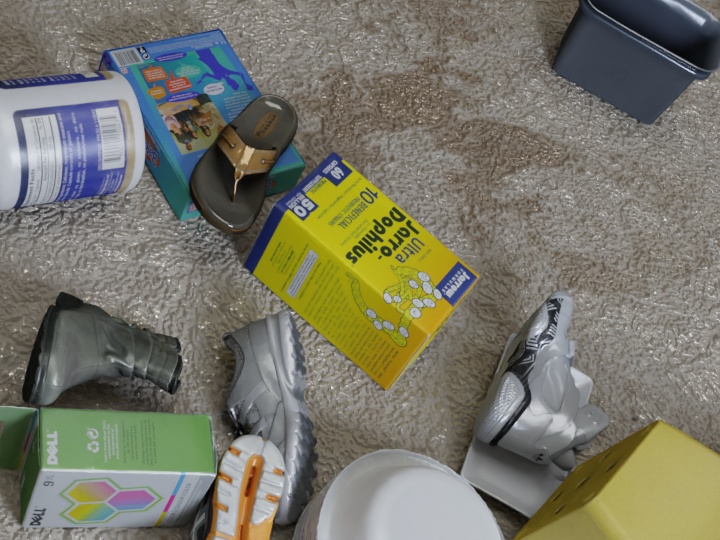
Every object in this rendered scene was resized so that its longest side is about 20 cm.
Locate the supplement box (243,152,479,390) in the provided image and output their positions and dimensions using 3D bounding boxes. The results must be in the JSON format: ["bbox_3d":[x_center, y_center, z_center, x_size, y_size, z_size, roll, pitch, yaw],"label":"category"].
[{"bbox_3d":[0.000,0.000,1.280,0.199,0.110,0.109,40,49,5],"label":"supplement box"}]

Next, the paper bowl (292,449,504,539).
[{"bbox_3d":[0.046,0.255,1.110,0.198,0.105,0.203,17,50,-21],"label":"paper bowl"}]

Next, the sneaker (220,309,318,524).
[{"bbox_3d":[-0.088,0.140,1.177,0.081,0.075,0.203,-11,61,9],"label":"sneaker"}]

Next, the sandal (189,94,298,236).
[{"bbox_3d":[-0.111,-0.120,1.292,0.081,0.055,0.201,32,49,-3],"label":"sandal"}]

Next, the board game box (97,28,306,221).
[{"bbox_3d":[-0.171,-0.160,1.357,0.151,0.045,0.201,-18,66,-35],"label":"board game box"}]

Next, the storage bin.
[{"bbox_3d":[0.353,-0.297,1.654,0.198,0.135,0.147,29,49,-5],"label":"storage bin"}]

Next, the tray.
[{"bbox_3d":[0.171,0.164,1.301,0.106,0.022,0.201,29,49,-3],"label":"tray"}]

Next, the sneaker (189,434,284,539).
[{"bbox_3d":[-0.115,0.243,1.073,0.077,0.077,0.203,24,67,-13],"label":"sneaker"}]

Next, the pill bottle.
[{"bbox_3d":[-0.317,-0.122,1.209,0.198,0.120,0.121,-11,61,-32],"label":"pill bottle"}]

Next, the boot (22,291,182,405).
[{"bbox_3d":[-0.214,0.075,1.095,0.129,0.069,0.200,19,12,-9],"label":"boot"}]

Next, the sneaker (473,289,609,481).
[{"bbox_3d":[0.199,0.118,1.288,0.114,0.075,0.201,34,54,0],"label":"sneaker"}]

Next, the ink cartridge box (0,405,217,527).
[{"bbox_3d":[-0.228,0.165,1.051,0.197,0.104,0.060,5,53,-23],"label":"ink cartridge box"}]

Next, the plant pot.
[{"bbox_3d":[0.255,0.258,1.136,0.177,0.200,0.199,51,50,3],"label":"plant pot"}]
